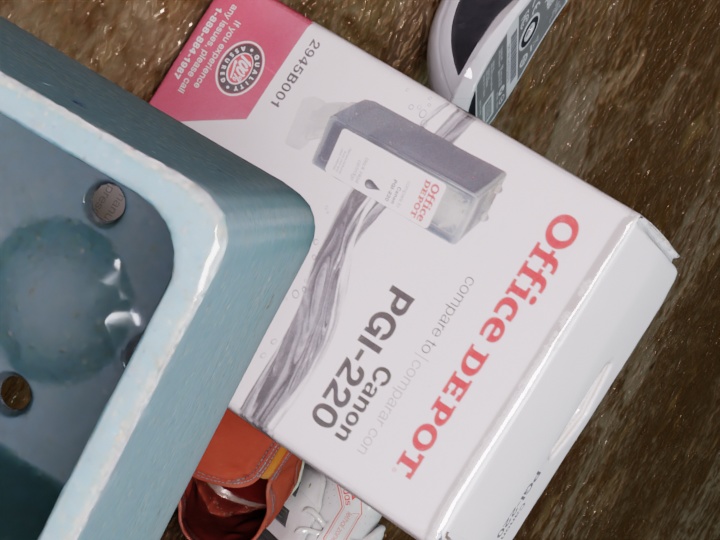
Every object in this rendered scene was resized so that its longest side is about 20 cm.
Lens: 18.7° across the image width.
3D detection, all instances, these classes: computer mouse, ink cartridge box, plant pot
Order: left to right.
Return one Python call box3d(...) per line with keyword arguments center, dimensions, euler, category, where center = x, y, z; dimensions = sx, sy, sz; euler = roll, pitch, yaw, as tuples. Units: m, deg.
box3d(center=(-0.124, 0.018, 0.623), dimensions=(0.196, 0.196, 0.200), euler=(-62, 167, 11), category="plant pot")
box3d(center=(0.000, 0.000, 0.845), dimensions=(0.146, 0.200, 0.085), euler=(-58, 159, -1), category="ink cartridge box")
box3d(center=(0.079, -0.149, 1.041), dimensions=(0.200, 0.044, 0.110), euler=(-56, 165, -21), category="computer mouse")

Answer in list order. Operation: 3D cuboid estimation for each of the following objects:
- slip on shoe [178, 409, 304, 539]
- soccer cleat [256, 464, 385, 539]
box3d(center=(-0.055, 0.067, 0.992), dimensions=(0.200, 0.074, 0.061), euler=(100, 13, -55), category="slip on shoe")
box3d(center=(-0.026, 0.143, 1.071), dimensions=(0.085, 0.069, 0.200), euler=(-41, -162, 23), category="soccer cleat")
